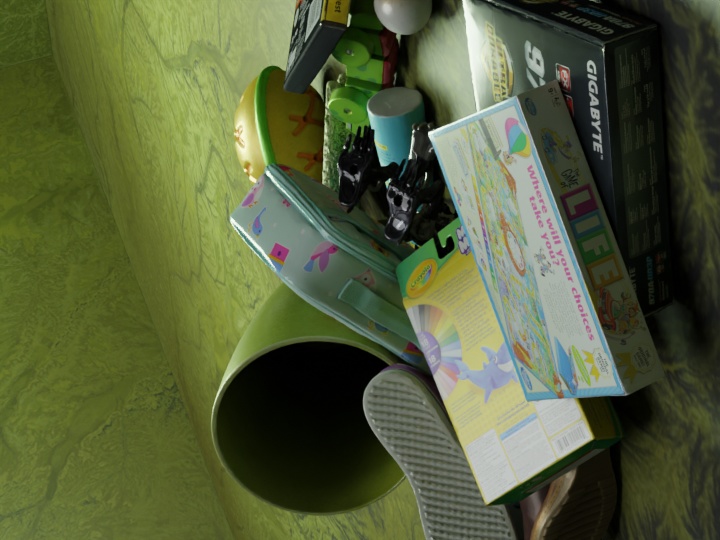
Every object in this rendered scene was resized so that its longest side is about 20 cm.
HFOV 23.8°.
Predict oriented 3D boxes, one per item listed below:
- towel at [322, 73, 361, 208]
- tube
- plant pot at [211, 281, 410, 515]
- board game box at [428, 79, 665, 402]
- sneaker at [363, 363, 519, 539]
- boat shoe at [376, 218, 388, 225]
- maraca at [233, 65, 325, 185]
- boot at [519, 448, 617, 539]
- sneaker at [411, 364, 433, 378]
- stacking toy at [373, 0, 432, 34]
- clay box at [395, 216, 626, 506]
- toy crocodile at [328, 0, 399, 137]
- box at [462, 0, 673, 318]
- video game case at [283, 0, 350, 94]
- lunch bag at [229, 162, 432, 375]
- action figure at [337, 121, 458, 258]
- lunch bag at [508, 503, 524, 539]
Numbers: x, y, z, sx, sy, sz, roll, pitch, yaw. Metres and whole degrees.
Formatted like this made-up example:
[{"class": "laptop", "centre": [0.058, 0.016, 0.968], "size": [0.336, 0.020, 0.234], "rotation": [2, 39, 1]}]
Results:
[{"class": "towel", "centre": [-0.018, -0.078, 1.690], "size": [0.149, 0.036, 0.202], "rotation": [87, -176, -57]}, {"class": "tube", "centre": [0.047, -0.069, 1.561], "size": [0.078, 0.050, 0.202], "rotation": [-114, 10, -55]}, {"class": "plant pot", "centre": [-0.037, 0.084, 1.555], "size": [0.201, 0.184, 0.189], "rotation": [-91, -5, -59]}, {"class": "board game box", "centre": [0.120, -0.014, 1.137], "size": [0.134, 0.034, 0.202], "rotation": [-13, 98, 67]}, {"class": "sneaker", "centre": [0.077, 0.165, 1.405], "size": [0.202, 0.072, 0.114], "rotation": [64, -170, 3]}, {"class": "boat shoe", "centre": [0.036, 0.051, 1.678], "size": [0.063, 0.072, 0.203], "rotation": [171, 86, -82]}, {"class": "maraca", "centre": [-0.073, -0.118, 1.815], "size": [0.137, 0.106, 0.202], "rotation": [-44, -58, -65]}, {"class": "boot", "centre": [0.135, 0.125, 1.360], "size": [0.166, 0.072, 0.202], "rotation": [47, 140, 49]}, {"class": "sneaker", "centre": [0.072, 0.077, 1.558], "size": [0.079, 0.075, 0.202], "rotation": [-123, 22, -53]}, {"class": "stacking toy", "centre": [0.016, -0.266, 1.360], "size": [0.147, 0.145, 0.201], "rotation": [57, 176, 47]}, {"class": "clay box", "centre": [0.107, 0.058, 1.273], "size": [0.115, 0.047, 0.202], "rotation": [-37, 64, 35]}, {"class": "toy crocodile", "centre": [0.009, -0.190, 1.544], "size": [0.201, 0.061, 0.068], "rotation": [93, -166, -57]}, {"class": "box", "centre": [0.138, -0.084, 1.141], "size": [0.159, 0.046, 0.202], "rotation": [35, 140, 52]}, {"class": "video game case", "centre": [-0.029, -0.270, 1.510], "size": [0.200, 0.025, 0.183], "rotation": [141, 138, -75]}, {"class": "lunch bag", "centre": [0.000, 0.000, 1.404], "size": [0.199, 0.077, 0.160], "rotation": [31, -173, -37]}, {"class": "action figure", "centre": [0.065, -0.058, 1.386], "size": [0.118, 0.103, 0.199], "rotation": [31, -175, 29]}, {"class": "lunch bag", "centre": [0.137, 0.230, 1.481], "size": [0.161, 0.075, 0.202], "rotation": [-117, 17, -44]}]
